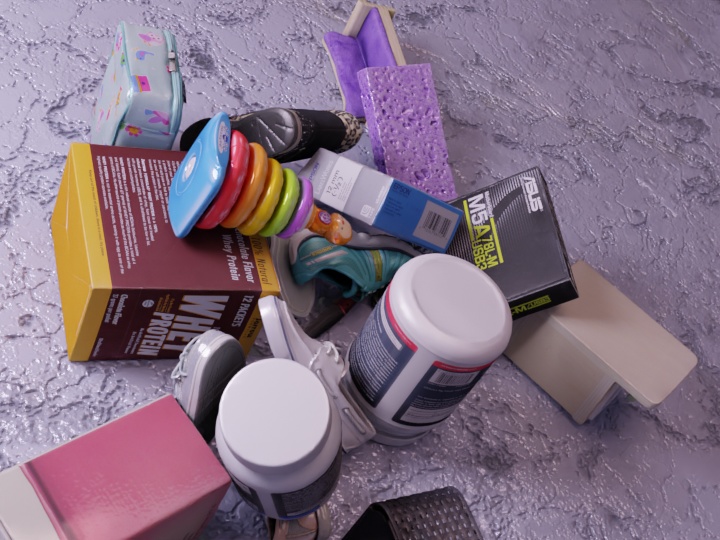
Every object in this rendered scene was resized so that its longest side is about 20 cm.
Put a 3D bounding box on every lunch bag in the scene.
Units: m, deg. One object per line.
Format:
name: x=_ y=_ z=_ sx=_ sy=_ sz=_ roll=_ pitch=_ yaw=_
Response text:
lunch bag: x=-0.262 y=-0.182 z=1.235 sx=0.077 sy=0.200 sz=0.161 roll=9 pitch=47 yaw=-24

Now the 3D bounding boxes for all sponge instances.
sponge: x=0.065 y=-0.187 z=1.471 sx=0.111 sy=0.030 sz=0.201 roll=-9 pitch=86 yaw=-32

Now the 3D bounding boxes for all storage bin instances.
storage bin: x=0.066 y=0.325 z=1.012 sx=0.094 sy=0.135 sz=0.200 roll=-6 pitch=55 yaw=-32

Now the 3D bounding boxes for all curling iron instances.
curling iron: x=-0.017 y=0.052 z=1.284 sx=0.050 sy=0.026 sz=0.200 roll=45 pitch=46 yaw=18

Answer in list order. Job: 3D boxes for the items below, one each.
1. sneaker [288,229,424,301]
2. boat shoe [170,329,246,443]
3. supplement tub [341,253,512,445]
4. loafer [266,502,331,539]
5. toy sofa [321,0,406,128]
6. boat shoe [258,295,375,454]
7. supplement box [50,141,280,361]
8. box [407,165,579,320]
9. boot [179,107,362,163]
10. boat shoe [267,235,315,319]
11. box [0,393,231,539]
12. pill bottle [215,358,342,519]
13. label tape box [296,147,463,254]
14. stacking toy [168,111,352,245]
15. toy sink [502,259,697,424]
sneaker: x=0.000 y=0.000 z=1.276 sx=0.200 sy=0.077 sz=0.080 roll=11 pitch=67 yaw=-30
boat shoe: x=-0.161 y=0.114 z=1.034 sx=0.065 sy=0.202 sz=0.074 roll=36 pitch=60 yaw=10
supplement tub: x=0.066 y=0.091 z=1.171 sx=0.140 sy=0.200 sz=0.141 roll=15 pitch=47 yaw=-16
loafer: x=-0.088 y=0.191 z=1.100 sx=0.063 sy=0.072 sz=0.200 roll=-9 pitch=59 yaw=-24
toy sofa: x=0.016 y=-0.308 z=1.576 sx=0.097 sy=0.083 sz=0.200 roll=5 pitch=50 yaw=-25
boat shoe: x=-0.044 y=0.105 z=1.127 sx=0.065 sy=0.200 sz=0.074 roll=-25 pitch=25 yaw=2
supplement box: x=-0.219 y=-0.018 z=1.163 sx=0.199 sy=0.133 sz=0.198 roll=1 pitch=52 yaw=-27
box: x=0.160 y=-0.019 z=1.337 sx=0.048 sy=0.193 sz=0.200 roll=50 pitch=25 yaw=-43
boot: x=-0.114 y=-0.163 z=1.343 sx=0.154 sy=0.203 sz=0.074 roll=-10 pitch=93 yaw=-51
boat shoe: x=-0.105 y=-0.018 z=1.280 sx=0.076 sy=0.060 sz=0.200 roll=32 pitch=37 yaw=-42
box: x=-0.236 y=0.218 z=0.952 sx=0.200 sy=0.128 sz=0.109 roll=-24 pitch=67 yaw=-39
pill bottle: x=-0.073 y=0.157 z=0.977 sx=0.113 sy=0.200 sz=0.114 roll=0 pitch=67 yaw=-1
label tape box: x=0.007 y=-0.095 z=1.308 sx=0.143 sy=0.066 sz=0.200 roll=19 pitch=9 yaw=-47
stacking toy: x=-0.092 y=-0.072 z=1.125 sx=0.200 sy=0.110 sz=0.116 roll=23 pitch=42 yaw=-25
toy sink: x=0.299 y=0.108 z=1.345 sx=0.200 sy=0.112 sz=0.130 roll=41 pitch=45 yaw=17
